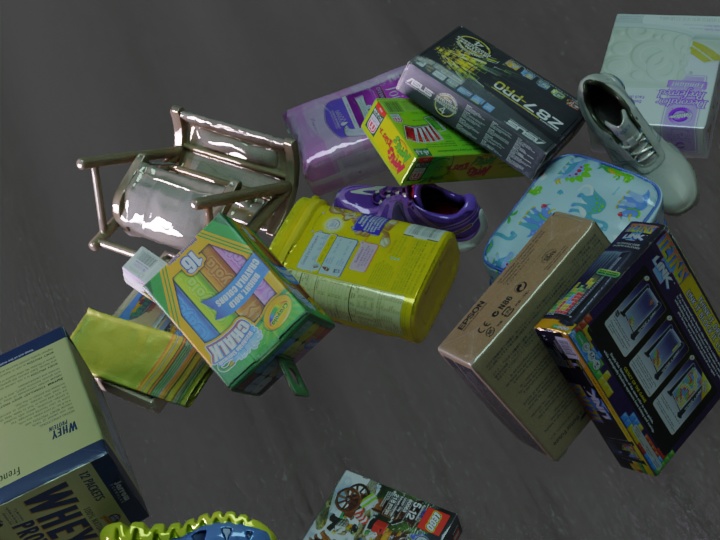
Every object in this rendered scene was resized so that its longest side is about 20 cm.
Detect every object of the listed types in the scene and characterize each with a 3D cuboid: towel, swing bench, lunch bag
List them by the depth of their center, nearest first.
[{"bbox_3d":[0.248,-0.031,1.609,0.161,0.083,0.200,22,60,32],"label":"lunch bag"},{"bbox_3d":[-0.262,0.100,1.659,0.200,0.018,0.086,15,56,27],"label":"towel"},{"bbox_3d":[-0.210,-0.097,1.765,0.199,0.130,0.200,19,37,30],"label":"swing bench"}]

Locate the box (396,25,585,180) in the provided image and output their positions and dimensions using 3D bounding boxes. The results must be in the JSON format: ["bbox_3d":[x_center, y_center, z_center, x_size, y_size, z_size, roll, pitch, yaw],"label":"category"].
[{"bbox_3d":[0.162,-0.207,1.704,0.200,0.049,0.161,35,38,10],"label":"box"}]

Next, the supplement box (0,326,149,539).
[{"bbox_3d":[-0.369,0.208,1.554,0.200,0.134,0.200,-26,48,-6],"label":"supplement box"}]

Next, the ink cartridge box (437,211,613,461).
[{"bbox_3d":[0.203,0.067,1.460,0.200,0.165,0.075,-48,29,-12],"label":"ink cartridge box"}]

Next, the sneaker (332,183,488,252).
[{"bbox_3d":[0.059,-0.084,1.709,0.200,0.084,0.081,7,53,23],"label":"sneaker"}]

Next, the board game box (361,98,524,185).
[{"bbox_3d":[0.110,-0.159,1.700,0.200,0.048,0.102,-7,52,-37],"label":"board game box"}]

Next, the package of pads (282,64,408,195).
[{"bbox_3d":[0.010,-0.182,1.812,0.200,0.076,0.121,-20,51,-1],"label":"package of pads"}]

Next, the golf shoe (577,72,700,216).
[{"bbox_3d":[0.315,-0.145,1.641,0.078,0.097,0.200,-41,77,15],"label":"golf shoe"}]

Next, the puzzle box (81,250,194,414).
[{"bbox_3d":[-0.240,0.071,1.706,0.133,0.025,0.200,19,58,28],"label":"puzzle box"}]

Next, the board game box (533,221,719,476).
[{"bbox_3d":[0.286,0.078,1.427,0.165,0.200,0.057,-45,27,-23],"label":"board game box"}]

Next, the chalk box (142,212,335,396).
[{"bbox_3d":[-0.118,0.056,1.558,0.124,0.125,0.200,-44,76,3],"label":"chalk box"}]

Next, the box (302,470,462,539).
[{"bbox_3d":[-0.003,0.311,1.423,0.136,0.038,0.200,17,57,28],"label":"box"}]

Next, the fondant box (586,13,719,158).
[{"bbox_3d":[0.375,-0.233,1.758,0.144,0.058,0.200,5,54,21],"label":"fondant box"}]

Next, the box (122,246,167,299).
[{"bbox_3d":[-0.193,0.045,1.664,0.200,0.039,0.041,33,66,15],"label":"box"}]

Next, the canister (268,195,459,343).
[{"bbox_3d":[0.000,0.000,1.655,0.200,0.087,0.149,13,57,24],"label":"canister"}]

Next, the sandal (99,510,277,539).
[{"bbox_3d":[-0.179,0.304,1.463,0.200,0.080,0.087,-12,51,17],"label":"sandal"}]
